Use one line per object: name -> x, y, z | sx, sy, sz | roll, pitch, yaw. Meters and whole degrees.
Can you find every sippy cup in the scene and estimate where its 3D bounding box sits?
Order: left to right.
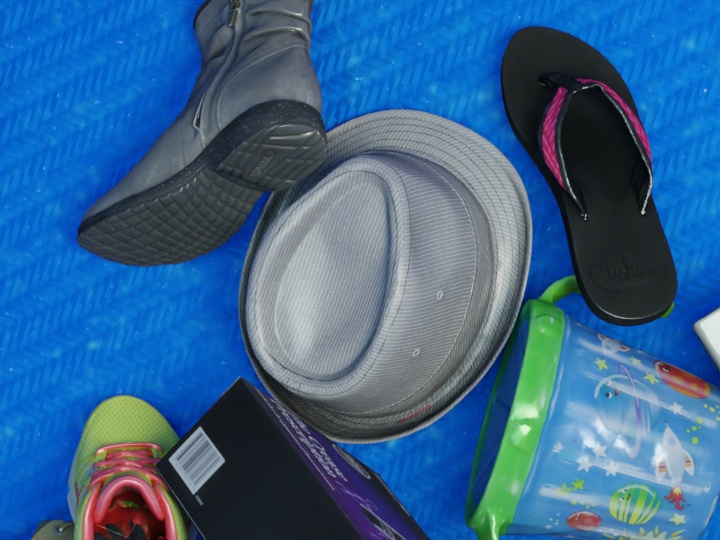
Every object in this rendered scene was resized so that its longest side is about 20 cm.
sippy cup -> 0.139, 0.098, 1.381 | 0.130, 0.140, 0.179 | 17, 100, -1

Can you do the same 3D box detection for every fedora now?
fedora -> 0.000, 0.000, 1.404 | 0.176, 0.090, 0.201 | 31, 97, 22

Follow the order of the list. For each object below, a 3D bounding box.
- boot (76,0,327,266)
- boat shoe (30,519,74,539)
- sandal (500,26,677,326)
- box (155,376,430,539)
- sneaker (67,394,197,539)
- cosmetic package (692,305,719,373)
boot -> -0.090, -0.092, 1.447 | 0.200, 0.070, 0.132 | -27, 52, 34
boat shoe -> -0.179, 0.184, 1.452 | 0.199, 0.076, 0.074 | -7, 76, 2
sandal -> 0.135, -0.064, 1.389 | 0.075, 0.045, 0.201 | -12, 61, -10
box -> -0.009, 0.166, 1.344 | 0.079, 0.141, 0.200 | -45, 42, 3
sneaker -> -0.129, 0.136, 1.397 | 0.078, 0.091, 0.201 | -5, 43, -7
cosmetic package -> 0.274, 0.092, 1.367 | 0.087, 0.103, 0.201 | -32, 85, 5
